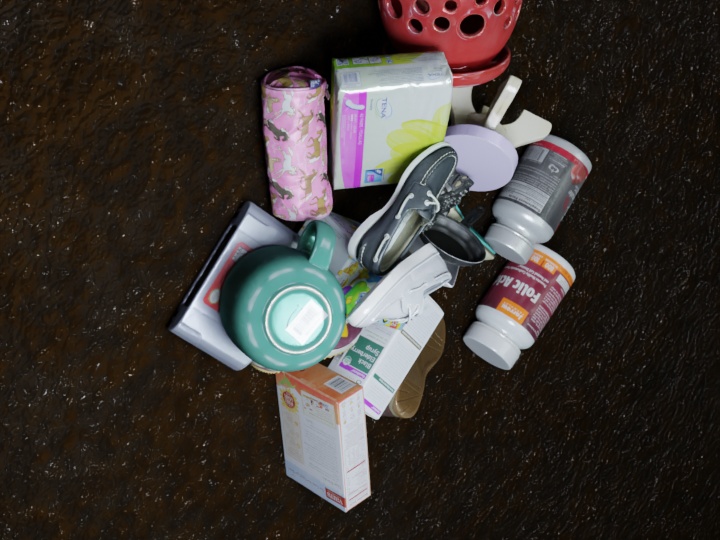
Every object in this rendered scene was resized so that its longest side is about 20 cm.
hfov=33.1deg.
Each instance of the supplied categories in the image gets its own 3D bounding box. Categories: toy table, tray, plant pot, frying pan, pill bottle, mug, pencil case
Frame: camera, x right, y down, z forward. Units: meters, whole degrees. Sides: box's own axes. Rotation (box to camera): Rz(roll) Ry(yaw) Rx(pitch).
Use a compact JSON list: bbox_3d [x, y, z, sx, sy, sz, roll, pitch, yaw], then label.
[{"bbox_3d":[0.180,-0.206,1.794,0.184,0.200,0.117,29,73,-17],"label":"toy table"},{"bbox_3d":[0.095,-0.027,1.764,0.022,0.107,0.200,-50,-177,16],"label":"tray"},{"bbox_3d":[0.118,-0.352,1.622,0.200,0.200,0.183,-26,130,-37],"label":"plant pot"},{"bbox_3d":[0.131,-0.063,1.791,0.115,0.190,0.031,26,119,-12],"label":"frying pan"},{"bbox_3d":[0.285,-0.115,1.985,0.200,0.111,0.111,-58,139,-9],"label":"pill bottle"},{"bbox_3d":[0.266,0.060,2.046,0.200,0.114,0.114,-55,139,-13],"label":"pill bottle"},{"bbox_3d":[-0.095,0.036,1.541,0.152,0.114,0.185,-7,102,-18],"label":"mug"},{"bbox_3d":[-0.081,-0.163,1.588,0.083,0.086,0.200,-60,152,-58],"label":"pencil case"}]

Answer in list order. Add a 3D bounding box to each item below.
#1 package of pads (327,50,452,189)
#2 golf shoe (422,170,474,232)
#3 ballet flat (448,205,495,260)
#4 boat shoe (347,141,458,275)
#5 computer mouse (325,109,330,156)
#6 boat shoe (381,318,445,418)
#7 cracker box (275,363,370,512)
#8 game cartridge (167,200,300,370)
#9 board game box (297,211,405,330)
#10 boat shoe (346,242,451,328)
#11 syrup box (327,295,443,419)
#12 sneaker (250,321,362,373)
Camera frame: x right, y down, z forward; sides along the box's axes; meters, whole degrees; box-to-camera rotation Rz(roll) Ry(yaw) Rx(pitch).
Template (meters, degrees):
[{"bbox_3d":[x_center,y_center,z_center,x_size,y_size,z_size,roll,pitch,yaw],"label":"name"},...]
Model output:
[{"bbox_3d":[0.039,-0.195,1.591,0.154,0.068,0.200,-6,144,-8],"label":"package of pads"},{"bbox_3d":[0.091,-0.116,1.732,0.078,0.094,0.200,-47,176,21],"label":"golf shoe"},{"bbox_3d":[0.145,-0.061,1.906,0.070,0.069,0.200,-56,137,-12],"label":"ballet flat"},{"bbox_3d":[0.070,-0.078,1.589,0.200,0.060,0.076,-53,144,2],"label":"boat shoe"},{"bbox_3d":[0.024,-0.186,1.715,0.140,0.046,0.200,-55,139,-13],"label":"computer mouse"},{"bbox_3d":[0.073,0.145,1.919,0.072,0.072,0.200,40,56,-32],"label":"boat shoe"},{"bbox_3d":[-0.054,0.237,1.770,0.058,0.134,0.200,-28,128,-37],"label":"cracker box"},{"bbox_3d":[-0.150,0.025,1.607,0.133,0.041,0.200,35,81,-32],"label":"game cartridge"},{"bbox_3d":[0.000,0.000,1.720,0.200,0.105,0.103,19,111,-49],"label":"board game box"},{"bbox_3d":[0.056,0.033,1.584,0.072,0.069,0.200,-43,176,35],"label":"boat shoe"},{"bbox_3d":[0.033,0.117,1.849,0.200,0.079,0.081,-56,139,-11],"label":"syrup box"},{"bbox_3d":[-0.070,0.076,1.720,0.200,0.075,0.090,-22,129,-40],"label":"sneaker"}]
